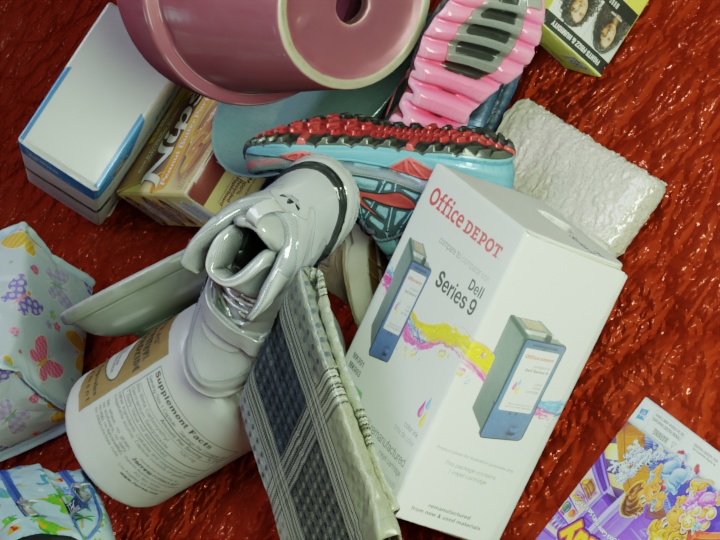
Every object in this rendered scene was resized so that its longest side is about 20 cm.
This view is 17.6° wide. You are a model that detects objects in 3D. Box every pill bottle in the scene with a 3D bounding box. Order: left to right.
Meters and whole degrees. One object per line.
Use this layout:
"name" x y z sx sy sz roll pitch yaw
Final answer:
"pill bottle" -0.112 0.085 1.703 0.200 0.114 0.114 -32 37 32

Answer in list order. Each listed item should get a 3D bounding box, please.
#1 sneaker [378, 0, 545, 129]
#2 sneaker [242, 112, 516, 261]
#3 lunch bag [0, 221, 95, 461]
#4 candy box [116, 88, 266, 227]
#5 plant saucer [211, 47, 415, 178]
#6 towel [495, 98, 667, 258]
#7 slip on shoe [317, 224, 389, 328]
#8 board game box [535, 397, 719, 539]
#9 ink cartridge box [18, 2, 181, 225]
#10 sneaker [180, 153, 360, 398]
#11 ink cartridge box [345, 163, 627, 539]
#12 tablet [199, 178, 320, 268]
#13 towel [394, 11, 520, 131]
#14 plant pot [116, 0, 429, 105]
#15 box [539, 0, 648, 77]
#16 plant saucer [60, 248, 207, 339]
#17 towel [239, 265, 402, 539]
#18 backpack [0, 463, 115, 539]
"sneaker" 0.061 -0.140 1.648 0.200 0.079 0.095 -59 17 21
"sneaker" 0.007 -0.052 1.587 0.200 0.079 0.096 8 107 26
"lunch bag" -0.336 0.081 2.007 0.200 0.127 0.170 -25 42 24
"candy box" -0.126 -0.097 1.929 0.115 0.055 0.200 -58 20 -10
"plant saucer" -0.024 -0.139 1.771 0.201 0.039 0.201 -26 39 23
"towel" 0.119 -0.040 1.592 0.133 0.034 0.200 -54 31 1
"slip on shoe" 0.000 0.000 1.672 0.061 0.076 0.200 -36 32 18
"board game box" 0.180 0.170 1.287 0.135 0.045 0.200 -53 31 1
"ink cartridge box" -0.222 -0.132 2.017 0.145 0.084 0.200 -58 1 -10
"sneaker" -0.083 0.014 1.546 0.200 0.075 0.115 -57 -14 28
"ink cartridge box" 0.067 0.051 1.479 0.200 0.087 0.145 -63 29 10
"tablet" -0.068 -0.028 1.856 0.130 0.014 0.200 -44 33 15
"towel" 0.049 -0.150 1.784 0.200 0.049 0.112 2 61 55
"plant pot" -0.050 -0.208 1.660 0.179 0.200 0.200 24 79 53
"box" 0.190 -0.242 1.661 0.200 0.075 0.050 -57 33 -7
"plant saucer" -0.131 0.011 1.783 0.200 0.050 0.200 -27 1 0
"towel" -0.023 0.124 1.487 0.193 0.035 0.200 116 141 -56
"backpack" -0.236 0.224 1.703 0.154 0.163 0.200 -22 26 -27
